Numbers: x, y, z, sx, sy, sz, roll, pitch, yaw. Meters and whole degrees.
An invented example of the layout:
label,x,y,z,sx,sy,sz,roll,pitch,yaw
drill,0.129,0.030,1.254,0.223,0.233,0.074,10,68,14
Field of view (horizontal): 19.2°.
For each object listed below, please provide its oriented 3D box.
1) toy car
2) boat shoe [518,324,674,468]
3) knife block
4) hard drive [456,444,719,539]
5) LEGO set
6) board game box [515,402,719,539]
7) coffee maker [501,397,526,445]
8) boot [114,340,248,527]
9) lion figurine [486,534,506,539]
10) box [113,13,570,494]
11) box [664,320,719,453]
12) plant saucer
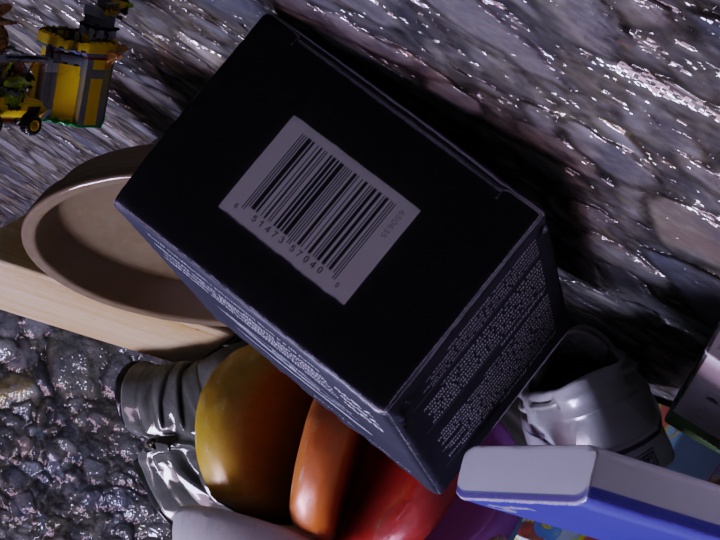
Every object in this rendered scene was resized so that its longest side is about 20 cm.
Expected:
label,x,y,z,sx,sy,sz,roll,pitch,yaw
toy car,0.010,0.104,1.103,0.150,0.175,0.200,5,161,35
boat shoe,0.115,0.059,1.078,0.200,0.073,0.066,-145,33,-82
knife block,-0.111,0.020,1.257,0.176,0.200,0.064,56,142,2
hard drive,0.158,0.115,0.932,0.200,0.025,0.132,18,169,-19
LEGO set,-0.198,-0.143,0.971,0.154,0.116,0.200,0,-162,-39
board game box,0.189,0.159,1.224,0.200,0.105,0.103,38,170,-35
coffee maker,0.049,0.142,1.354,0.200,0.192,0.135,38,-148,-30
boot,-0.062,0.134,1.256,0.130,0.068,0.200,-18,95,36
lion figurine,0.075,0.200,1.067,0.122,0.073,0.200,35,164,18
box,0.000,0.000,0.924,0.148,0.104,0.200,37,174,15
box,0.207,0.074,0.914,0.144,0.036,0.200,30,170,8
plant saucer,-0.079,-0.019,1.131,0.199,0.030,0.200,2,157,1
